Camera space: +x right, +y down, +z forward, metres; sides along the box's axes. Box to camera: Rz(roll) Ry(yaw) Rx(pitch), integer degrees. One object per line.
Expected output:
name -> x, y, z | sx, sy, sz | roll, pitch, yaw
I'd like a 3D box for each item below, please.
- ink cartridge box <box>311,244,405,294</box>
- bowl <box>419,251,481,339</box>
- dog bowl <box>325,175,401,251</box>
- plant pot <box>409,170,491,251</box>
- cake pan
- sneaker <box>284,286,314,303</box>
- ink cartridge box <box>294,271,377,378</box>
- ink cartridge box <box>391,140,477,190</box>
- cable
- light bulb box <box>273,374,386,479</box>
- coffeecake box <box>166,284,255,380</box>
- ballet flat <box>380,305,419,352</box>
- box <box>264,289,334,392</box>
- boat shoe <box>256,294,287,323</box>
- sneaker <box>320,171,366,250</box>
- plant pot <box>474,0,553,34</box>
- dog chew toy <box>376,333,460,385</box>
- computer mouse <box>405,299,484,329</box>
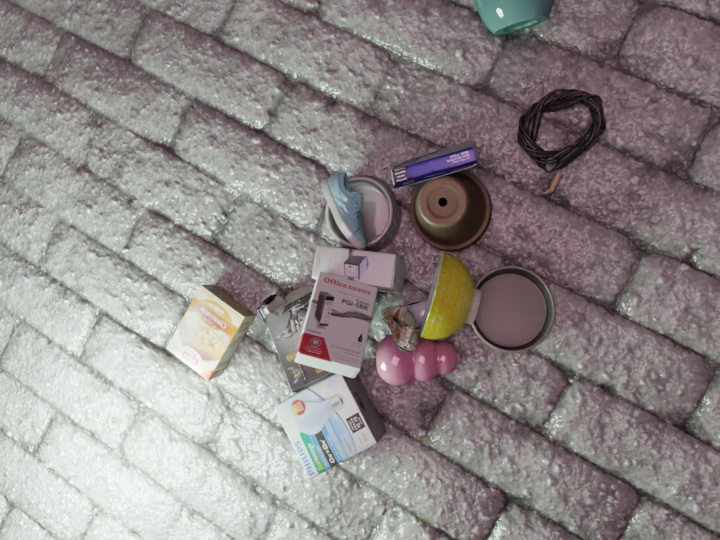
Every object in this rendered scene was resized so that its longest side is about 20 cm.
ink cartridge box -> 0.000, 0.000, 1.444 | 0.197, 0.146, 0.087 | 6, 84, 15
bowl -> 0.208, 0.068, 1.330 | 0.106, 0.200, 0.203 | 16, 93, 4
dog bowl -> 0.002, -0.143, 1.493 | 0.197, 0.059, 0.203 | 0, 88, 15
plant pot -> 0.202, -0.151, 1.379 | 0.198, 0.174, 0.203 | -1, 88, 15
cake pan -> 0.350, 0.091, 1.385 | 0.197, 0.037, 0.203 | -1, 82, 4
sneaker -> -0.102, 0.094, 1.516 | 0.198, 0.075, 0.085 | 1, 124, 30
ink cartridge box -> -0.053, 0.121, 1.343 | 0.145, 0.083, 0.202 | 15, 64, -5
ink cartridge box -> 0.172, -0.248, 1.376 | 0.197, 0.200, 0.041 | -15, 105, 14
cable -> 0.467, -0.336, 1.379 | 0.200, 0.051, 0.164 | -40, 74, 14
light bulb box -> -0.074, 0.369, 1.470 | 0.199, 0.125, 0.200 | -31, 81, 11
coffeecake box -> -0.400, 0.163, 1.590 | 0.153, 0.073, 0.201 | 33, 98, 12
ballet flat -> 0.099, 0.121, 1.399 | 0.075, 0.200, 0.065 | 16, 107, -19
box -> -0.123, 0.165, 1.416 | 0.157, 0.048, 0.202 | -25, 71, 5
boat shoe -> -0.187, 0.147, 1.541 | 0.075, 0.092, 0.201 | -42, 103, -26
sneaker -> -0.023, -0.148, 1.432 | 0.081, 0.074, 0.202 | -29, 83, 16
plant pot -> 0.348, -0.633, 1.343 | 0.198, 0.201, 0.163 | -11, 100, 15
dog chew toy -> 0.138, 0.211, 1.422 | 0.197, 0.125, 0.126 | -2, 88, 7
computer mouse -> 0.194, 0.102, 1.443 | 0.198, 0.044, 0.111 | -13, 87, 15
